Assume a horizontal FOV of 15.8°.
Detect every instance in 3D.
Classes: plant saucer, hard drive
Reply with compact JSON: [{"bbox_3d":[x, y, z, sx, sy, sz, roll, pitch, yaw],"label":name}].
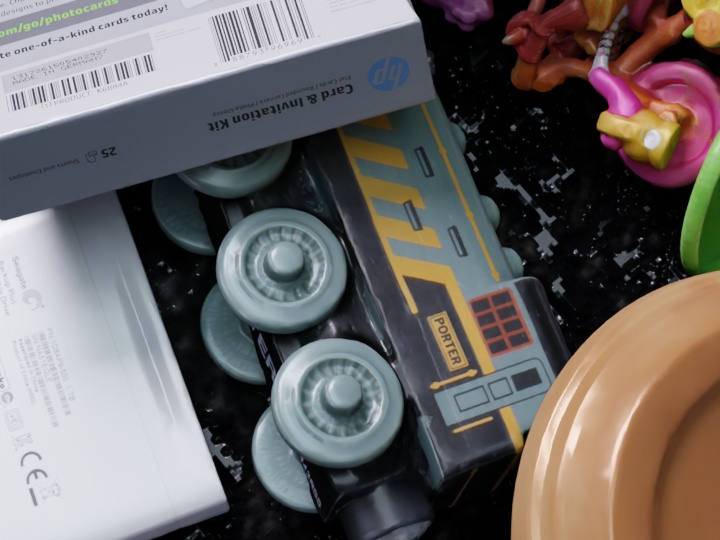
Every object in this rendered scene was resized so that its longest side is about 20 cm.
[{"bbox_3d":[0.150,0.093,0.879,0.200,0.037,0.200,4,75,-17],"label":"plant saucer"},{"bbox_3d":[-0.163,0.059,0.936,0.200,0.027,0.132,-20,75,-5],"label":"hard drive"}]

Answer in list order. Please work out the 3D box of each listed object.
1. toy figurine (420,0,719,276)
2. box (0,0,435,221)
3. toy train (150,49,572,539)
[{"bbox_3d":[0.088,-0.124,0.949,0.184,0.150,0.200,26,101,23],"label":"toy figurine"},{"bbox_3d":[-0.073,-0.115,0.929,0.156,0.041,0.200,-16,46,-3],"label":"box"},{"bbox_3d":[0.000,0.000,0.924,0.114,0.085,0.200,-18,72,-16],"label":"toy train"}]
